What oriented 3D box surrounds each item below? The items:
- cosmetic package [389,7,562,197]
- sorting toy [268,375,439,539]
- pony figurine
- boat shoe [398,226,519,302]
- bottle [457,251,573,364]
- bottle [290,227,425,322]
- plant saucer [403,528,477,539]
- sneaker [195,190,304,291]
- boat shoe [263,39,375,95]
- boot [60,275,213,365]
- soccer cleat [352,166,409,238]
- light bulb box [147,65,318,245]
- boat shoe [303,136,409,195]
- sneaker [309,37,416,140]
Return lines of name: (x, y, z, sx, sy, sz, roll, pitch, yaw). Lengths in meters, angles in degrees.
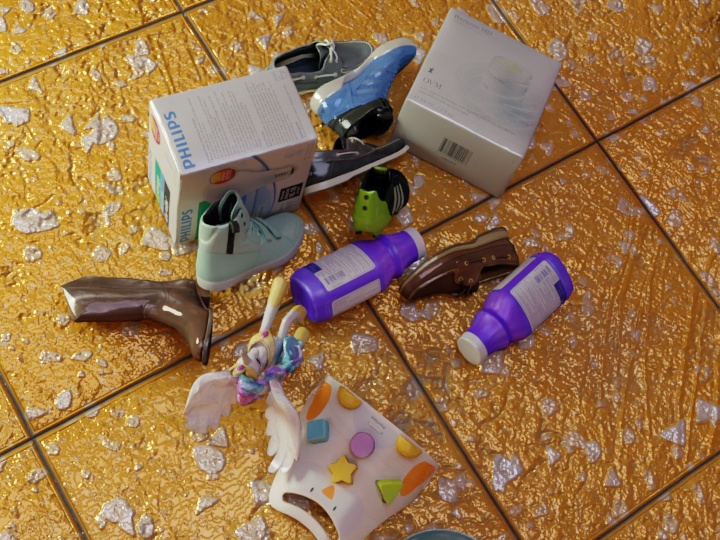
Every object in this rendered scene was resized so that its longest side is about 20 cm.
cosmetic package: (0.179, -0.261, 1.743, 0.197, 0.123, 0.202, 26, 61, 0)
sorting toy: (-0.023, 0.266, 1.474, 0.199, 0.107, 0.181, 37, 82, 6)
pony figurine: (-0.131, 0.135, 1.456, 0.164, 0.196, 0.201, 17, 34, 9)
boat shoe: (0.148, 0.002, 1.638, 0.198, 0.072, 0.068, -23, 70, -25)
bottle: (0.221, 0.058, 1.627, 0.199, 0.065, 0.084, -40, 105, -25)
bottle: (0.000, 0.000, 1.593, 0.198, 0.066, 0.083, -27, 42, -24)
plant saucer: (0.106, 0.436, 1.447, 0.196, 0.028, 0.204, 5, 64, -10)
sneaker: (-0.145, -0.062, 1.553, 0.073, 0.120, 0.200, 26, 40, 28)
boat shoe: (-0.058, -0.321, 1.748, 0.197, 0.062, 0.074, -19, 70, -21)
boot: (-0.294, 0.062, 1.477, 0.196, 0.065, 0.187, 5, 24, -14)
soccer cleat: (0.033, -0.118, 1.624, 0.066, 0.082, 0.201, 10, 27, 9)
light bulb box: (-0.183, -0.157, 1.564, 0.197, 0.199, 0.126, -18, 68, -19)
boat shoe: (-0.009, -0.170, 1.665, 0.198, 0.071, 0.069, -22, 90, -34)
sneaker: (0.030, -0.269, 1.734, 0.199, 0.077, 0.112, -34, 70, -20)
